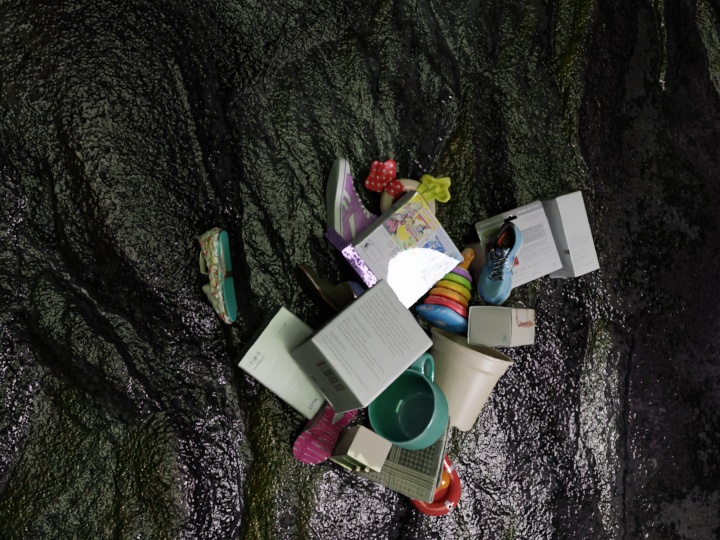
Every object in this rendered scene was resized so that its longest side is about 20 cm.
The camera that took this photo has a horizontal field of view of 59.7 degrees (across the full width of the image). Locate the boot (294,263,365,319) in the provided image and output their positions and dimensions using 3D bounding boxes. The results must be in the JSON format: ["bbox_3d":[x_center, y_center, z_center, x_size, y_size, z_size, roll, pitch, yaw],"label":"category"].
[{"bbox_3d":[-0.058,0.041,1.387,0.097,0.075,0.200,-47,112,-25],"label":"boot"}]

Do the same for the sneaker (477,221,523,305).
[{"bbox_3d":[0.306,-0.021,1.401,0.078,0.090,0.201,11,74,22],"label":"sneaker"}]

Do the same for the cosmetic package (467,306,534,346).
[{"bbox_3d":[0.328,0.127,1.445,0.200,0.103,0.088,7,85,-62],"label":"cosmetic package"}]

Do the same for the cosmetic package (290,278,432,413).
[{"bbox_3d":[-0.001,0.155,1.260,0.200,0.166,0.168,-38,89,-26],"label":"cosmetic package"}]

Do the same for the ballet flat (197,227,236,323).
[{"bbox_3d":[-0.299,0.012,1.305,0.063,0.076,0.202,-7,87,11],"label":"ballet flat"}]

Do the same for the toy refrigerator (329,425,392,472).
[{"bbox_3d":[-0.009,0.377,1.306,0.076,0.200,0.070,31,67,-5],"label":"toy refrigerator"}]

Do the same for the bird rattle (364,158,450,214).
[{"bbox_3d":[0.103,-0.162,1.403,0.199,0.113,0.164,11,68,-23],"label":"bird rattle"}]

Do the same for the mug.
[{"bbox_3d":[0.119,0.283,1.310,0.185,0.152,0.114,-43,143,4],"label":"mug"}]

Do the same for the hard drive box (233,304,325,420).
[{"bbox_3d":[-0.144,0.194,1.343,0.200,0.077,0.156,41,77,-14],"label":"hard drive box"}]

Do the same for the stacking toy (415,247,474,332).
[{"bbox_3d":[0.221,0.033,1.460,0.109,0.116,0.201,34,71,-29],"label":"stacking toy"}]

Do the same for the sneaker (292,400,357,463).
[{"bbox_3d":[-0.072,0.333,1.366,0.081,0.088,0.200,38,100,-6],"label":"sneaker"}]

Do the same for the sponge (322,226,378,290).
[{"bbox_3d":[0.000,0.000,1.349,0.030,0.112,0.200,-40,121,-4],"label":"sponge"}]

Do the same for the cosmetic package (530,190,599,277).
[{"bbox_3d":[0.507,-0.089,1.562,0.081,0.113,0.201,-19,94,-19],"label":"cosmetic package"}]

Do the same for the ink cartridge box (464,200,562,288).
[{"bbox_3d":[0.365,-0.056,1.524,0.199,0.084,0.177,-19,94,-19],"label":"ink cartridge box"}]

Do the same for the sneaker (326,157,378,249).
[{"bbox_3d":[-0.015,-0.148,1.401,0.113,0.073,0.202,-2,101,-20],"label":"sneaker"}]

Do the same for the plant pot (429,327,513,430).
[{"bbox_3d":[0.221,0.252,1.425,0.199,0.200,0.185,19,94,-18],"label":"plant pot"}]

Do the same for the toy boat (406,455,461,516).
[{"bbox_3d":[0.158,0.461,1.417,0.130,0.131,0.201,-32,99,-17],"label":"toy boat"}]

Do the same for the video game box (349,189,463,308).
[{"bbox_3d":[0.102,-0.042,1.363,0.182,0.047,0.200,-39,115,-2],"label":"video game box"}]

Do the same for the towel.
[{"bbox_3d":[0.097,0.390,1.383,0.034,0.199,0.194,23,79,-56],"label":"towel"}]
